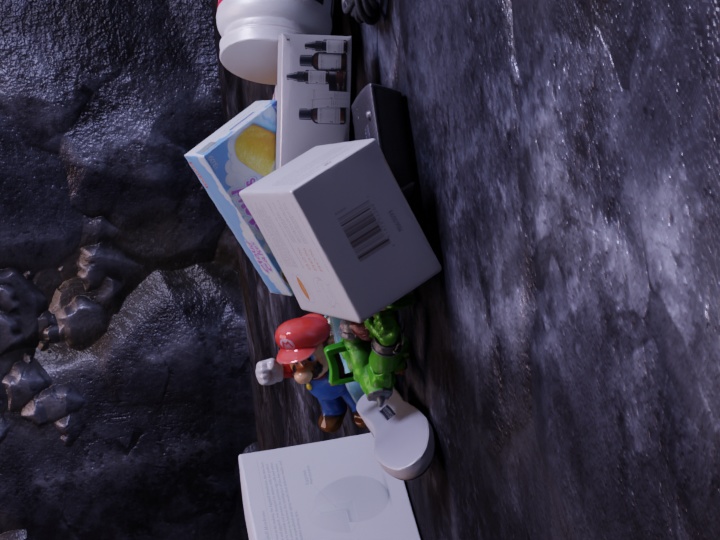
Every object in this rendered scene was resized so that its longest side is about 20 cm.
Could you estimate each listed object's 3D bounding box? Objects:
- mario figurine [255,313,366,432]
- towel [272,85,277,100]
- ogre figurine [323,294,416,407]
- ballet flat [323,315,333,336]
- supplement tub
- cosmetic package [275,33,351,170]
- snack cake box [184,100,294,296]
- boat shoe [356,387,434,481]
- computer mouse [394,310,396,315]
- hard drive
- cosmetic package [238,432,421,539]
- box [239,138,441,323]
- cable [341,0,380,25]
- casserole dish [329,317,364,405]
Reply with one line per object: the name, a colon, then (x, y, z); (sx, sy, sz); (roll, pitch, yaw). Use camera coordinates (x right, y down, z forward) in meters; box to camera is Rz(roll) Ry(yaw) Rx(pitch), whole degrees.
mario figurine: (-0.055, 0.145, 1.911); (0.106, 0.123, 0.201); (48, 173, 50)
towel: (-0.085, -0.277, 1.927); (0.146, 0.030, 0.202); (-100, 25, -75)
ogre figurine: (0.007, 0.069, 1.669); (0.199, 0.097, 0.121); (31, 125, 50)
ballet flat: (-0.028, 0.097, 2.017); (0.064, 0.076, 0.200); (47, 170, 6)
supplement tub: (-0.099, -0.339, 1.767); (0.140, 0.139, 0.202); (112, 163, -71)
cosmetic package: (-0.054, -0.164, 1.672); (0.051, 0.081, 0.203); (-140, 51, -81)
snack cake box: (-0.102, -0.085, 1.733); (0.201, 0.115, 0.067); (58, 159, -20)
boat shoe: (0.048, 0.195, 1.662); (0.070, 0.071, 0.200); (57, 176, -21)
computer mouse: (0.000, 0.000, 1.819); (0.141, 0.045, 0.202); (114, 147, -70)
hard drive: (0.019, -0.124, 1.624); (0.200, 0.042, 0.137); (139, 124, -79)
cosmetic package: (-0.039, 0.325, 1.839); (0.200, 0.198, 0.124); (-106, 13, -44)
box: (-0.025, -0.043, 1.538); (0.153, 0.106, 0.200); (61, 165, -12)
cable: (-0.007, -0.357, 1.622); (0.200, 0.050, 0.165); (-129, 28, -68)
casserole dish: (-0.004, 0.096, 1.833); (0.121, 0.038, 0.202); (61, -168, -56)
